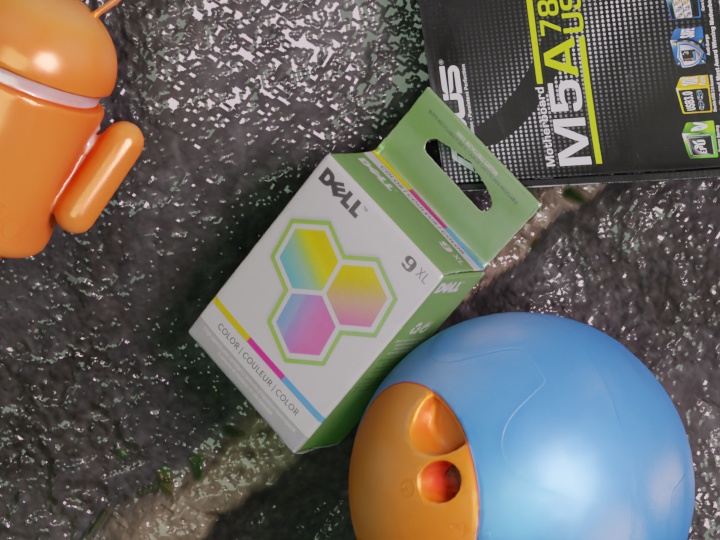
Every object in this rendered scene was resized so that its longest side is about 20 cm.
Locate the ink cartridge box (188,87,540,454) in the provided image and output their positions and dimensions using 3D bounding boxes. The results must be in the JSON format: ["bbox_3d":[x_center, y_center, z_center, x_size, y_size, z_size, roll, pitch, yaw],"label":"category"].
[{"bbox_3d":[0.000,0.000,1.475,0.104,0.059,0.200,47,112,19],"label":"ink cartridge box"}]

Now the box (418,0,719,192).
[{"bbox_3d":[0.125,-0.149,1.440,0.193,0.047,0.201,-2,102,30],"label":"box"}]

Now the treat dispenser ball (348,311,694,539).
[{"bbox_3d":[0.092,0.125,1.453,0.200,0.201,0.202,1,101,4],"label":"treat dispenser ball"}]

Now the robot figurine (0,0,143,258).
[{"bbox_3d":[-0.213,-0.086,1.480,0.144,0.116,0.200,35,106,42],"label":"robot figurine"}]
